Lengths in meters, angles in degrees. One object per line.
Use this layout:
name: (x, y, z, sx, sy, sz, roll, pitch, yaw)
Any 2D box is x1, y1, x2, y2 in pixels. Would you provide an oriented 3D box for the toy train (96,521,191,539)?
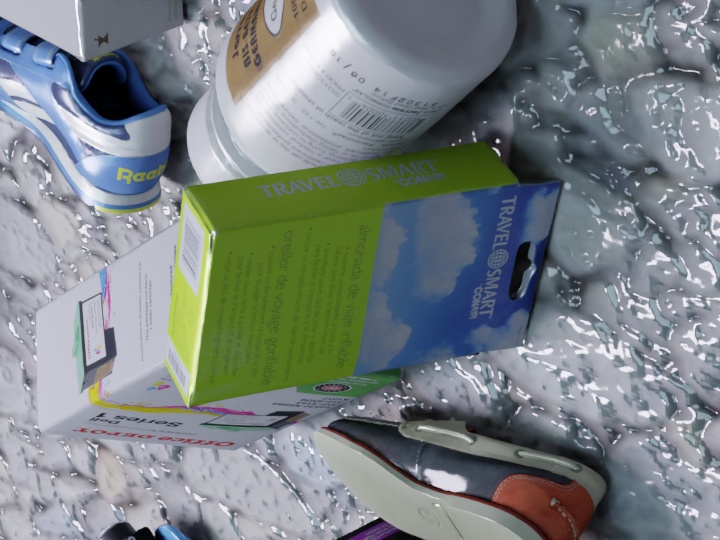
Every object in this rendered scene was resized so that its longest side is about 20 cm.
toy train: (-0.121, 0.266, 1.565, 0.200, 0.087, 0.114, 47, 148, 21)

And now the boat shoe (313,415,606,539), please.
boat shoe: (0.053, 0.117, 1.287, 0.200, 0.063, 0.071, 17, 147, 48)

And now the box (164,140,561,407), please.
box: (0.000, 0.000, 1.190, 0.048, 0.199, 0.122, -124, 34, -43)

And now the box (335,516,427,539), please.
box: (0.039, 0.188, 1.273, 0.200, 0.143, 0.036, 7, 113, 48)

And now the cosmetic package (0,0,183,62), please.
cosmetic package: (-0.204, -0.218, 1.400, 0.200, 0.085, 0.108, 29, 130, 38)

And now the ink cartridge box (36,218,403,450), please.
ink cartridge box: (-0.088, 0.043, 1.334, 0.200, 0.144, 0.084, -27, 60, 53)

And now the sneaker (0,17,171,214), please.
sneaker: (-0.191, -0.127, 1.448, 0.200, 0.074, 0.082, 42, 136, 18)

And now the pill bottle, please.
pill bottle: (-0.013, -0.107, 1.202, 0.115, 0.114, 0.200, 60, 143, 8)
